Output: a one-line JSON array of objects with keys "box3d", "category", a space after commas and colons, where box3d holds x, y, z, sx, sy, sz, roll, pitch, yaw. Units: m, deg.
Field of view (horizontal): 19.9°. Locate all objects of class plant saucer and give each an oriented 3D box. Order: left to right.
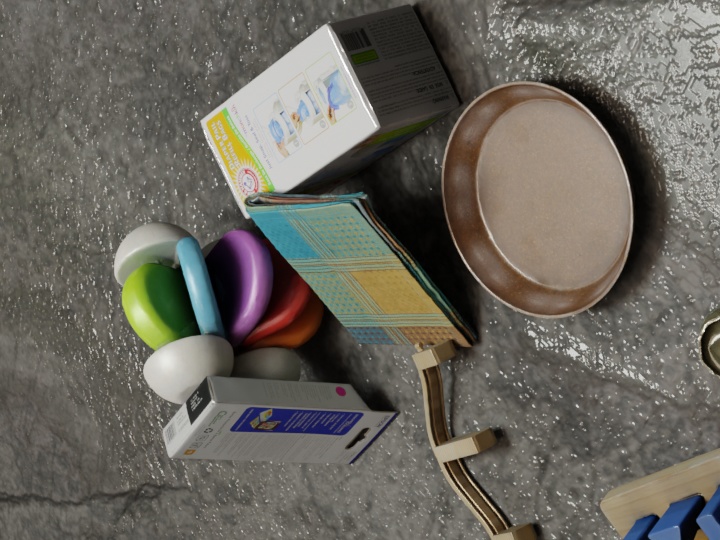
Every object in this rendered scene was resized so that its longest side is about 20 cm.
[{"box3d": [0.153, -0.061, 1.706, 0.200, 0.034, 0.200, 14, 110, 40], "category": "plant saucer"}]

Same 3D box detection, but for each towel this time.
[{"box3d": [0.000, 0.000, 1.800, 0.147, 0.022, 0.200, 1, 142, 43], "category": "towel"}]

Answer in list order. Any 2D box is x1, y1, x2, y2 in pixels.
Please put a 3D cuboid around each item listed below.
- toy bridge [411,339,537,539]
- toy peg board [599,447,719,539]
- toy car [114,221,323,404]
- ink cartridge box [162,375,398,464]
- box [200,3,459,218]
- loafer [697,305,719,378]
[{"box3d": [0.092, 0.156, 1.826, 0.067, 0.027, 0.200, -24, 90, 56], "category": "toy bridge"}, {"box3d": [0.296, 0.248, 1.575, 0.200, 0.098, 0.199, -29, 101, 44], "category": "toy peg board"}, {"box3d": [-0.119, 0.027, 1.882, 0.150, 0.200, 0.175, -39, 55, 33], "category": "toy car"}, {"box3d": [-0.073, 0.139, 1.879, 0.095, 0.200, 0.037, -50, 44, 40], "category": "ink cartridge box"}, {"box3d": [-0.030, -0.138, 1.801, 0.200, 0.112, 0.101, -31, 82, 45], "category": "box"}, {"box3d": [0.334, 0.073, 1.546, 0.200, 0.070, 0.075, 16, 113, 40], "category": "loafer"}]
